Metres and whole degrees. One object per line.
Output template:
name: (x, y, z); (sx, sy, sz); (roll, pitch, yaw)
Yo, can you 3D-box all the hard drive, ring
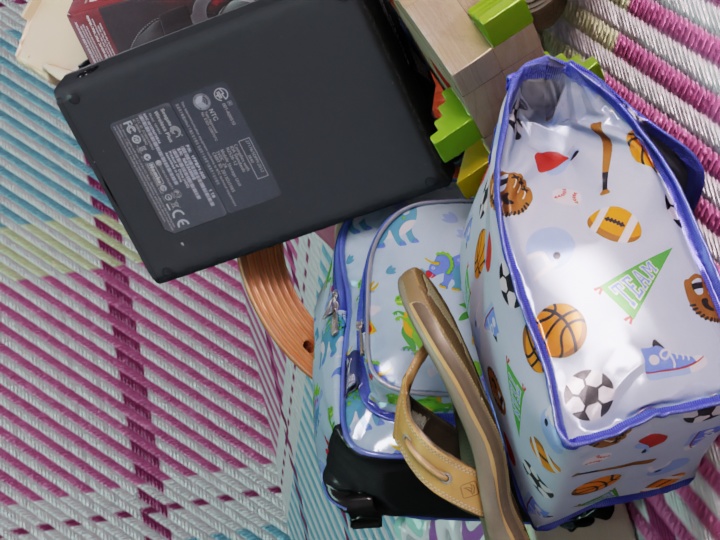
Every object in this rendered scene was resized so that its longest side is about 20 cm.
hard drive: (-0.062, -0.083, 1.197); (0.140, 0.199, 0.033); (64, -158, -22)
ring: (0.000, 0.000, 1.334); (0.019, 0.200, 0.201); (-35, 60, 47)

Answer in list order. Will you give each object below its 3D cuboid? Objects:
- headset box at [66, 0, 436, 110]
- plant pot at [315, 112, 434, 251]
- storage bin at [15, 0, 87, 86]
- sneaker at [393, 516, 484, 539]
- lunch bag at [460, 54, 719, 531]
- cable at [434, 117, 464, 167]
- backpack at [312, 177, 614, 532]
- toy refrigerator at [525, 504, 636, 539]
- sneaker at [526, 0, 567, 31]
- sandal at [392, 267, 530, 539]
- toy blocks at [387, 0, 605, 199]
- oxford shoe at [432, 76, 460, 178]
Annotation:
headset box: (-0.072, -0.131, 1.242); (0.077, 0.199, 0.149); (-80, -27, -53)
plant pot: (-0.004, -0.110, 1.541); (0.179, 0.200, 0.200); (57, 158, 33)
storage bin: (-0.107, -0.186, 1.389); (0.094, 0.199, 0.200); (33, -175, 32)
sneaker: (0.097, 0.217, 1.423); (0.140, 0.078, 0.200); (67, 157, 6)
lunch bag: (0.115, 0.009, 1.052); (0.170, 0.123, 0.201); (97, 155, -67)
cable: (0.035, -0.159, 1.336); (0.164, 0.200, 0.051); (-64, -18, 7)
backpack: (0.064, 0.037, 1.224); (0.147, 0.182, 0.200); (105, 164, -52)
toy refrigerator: (0.122, 0.143, 1.294); (0.076, 0.070, 0.200); (97, 162, -58)
sneaker: (0.102, -0.182, 1.179); (0.090, 0.067, 0.200); (66, 169, -19)
sandal: (0.048, 0.096, 1.069); (0.080, 0.054, 0.201); (-107, 0, -68)
toy blocks: (0.056, -0.136, 1.137); (0.137, 0.100, 0.200); (58, -178, 27)
oxford shoe: (0.089, -0.057, 1.378); (0.073, 0.071, 0.201); (56, -153, -69)
